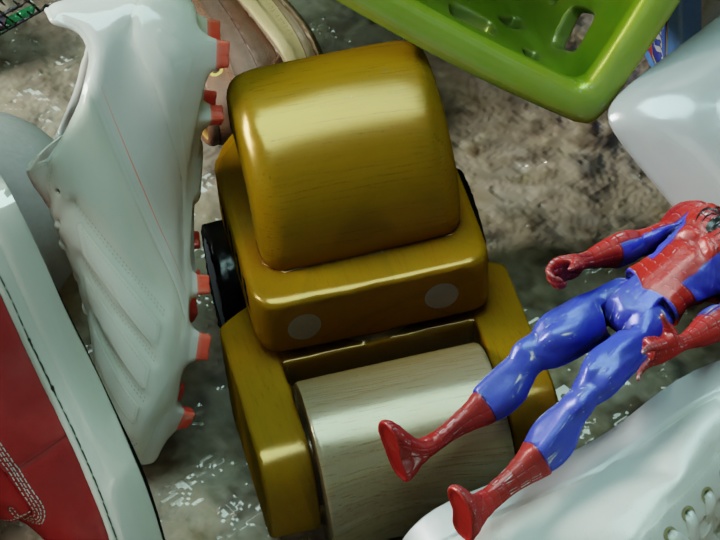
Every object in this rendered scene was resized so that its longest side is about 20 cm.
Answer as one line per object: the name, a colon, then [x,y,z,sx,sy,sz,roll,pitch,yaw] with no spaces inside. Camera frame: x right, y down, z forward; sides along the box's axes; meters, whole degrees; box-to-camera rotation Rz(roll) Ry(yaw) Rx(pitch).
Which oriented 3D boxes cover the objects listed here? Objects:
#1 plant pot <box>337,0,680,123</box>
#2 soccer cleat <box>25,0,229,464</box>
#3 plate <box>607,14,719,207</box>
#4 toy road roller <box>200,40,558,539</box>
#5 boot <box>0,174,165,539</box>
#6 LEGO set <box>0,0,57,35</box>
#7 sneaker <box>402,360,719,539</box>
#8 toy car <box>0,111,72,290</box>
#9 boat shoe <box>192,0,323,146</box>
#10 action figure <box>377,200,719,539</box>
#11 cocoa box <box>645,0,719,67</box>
plant pot: [0.045,-0.206,1.233,0.200,0.199,0.181,28,10,-19]
soccer cleat: [-0.100,-0.018,1.199,0.077,0.200,0.069,2,15,-11]
plate: [0.230,-0.045,1.219,0.200,0.032,0.200,-39,89,-29]
toy road roller: [0.000,0.000,1.195,0.123,0.146,0.200,-13,44,-6]
boot: [-0.162,0.077,1.129,0.144,0.200,0.072,-27,10,-7]
LEGO set: [-0.173,-0.196,1.378,0.200,0.116,0.154,-15,49,39]
sneaker: [0.120,0.102,1.137,0.200,0.073,0.085,-28,50,-6]
toy car: [-0.196,-0.023,1.261,0.177,0.185,0.200,17,19,23]
boat shoe: [-0.091,-0.125,1.388,0.068,0.072,0.200,-27,47,-19]
action figure: [0.100,0.021,1.132,0.200,0.052,0.065,-37,53,-19]
cocoa box: [0.221,-0.174,1.358,0.200,0.133,0.131,-13,44,-7]
